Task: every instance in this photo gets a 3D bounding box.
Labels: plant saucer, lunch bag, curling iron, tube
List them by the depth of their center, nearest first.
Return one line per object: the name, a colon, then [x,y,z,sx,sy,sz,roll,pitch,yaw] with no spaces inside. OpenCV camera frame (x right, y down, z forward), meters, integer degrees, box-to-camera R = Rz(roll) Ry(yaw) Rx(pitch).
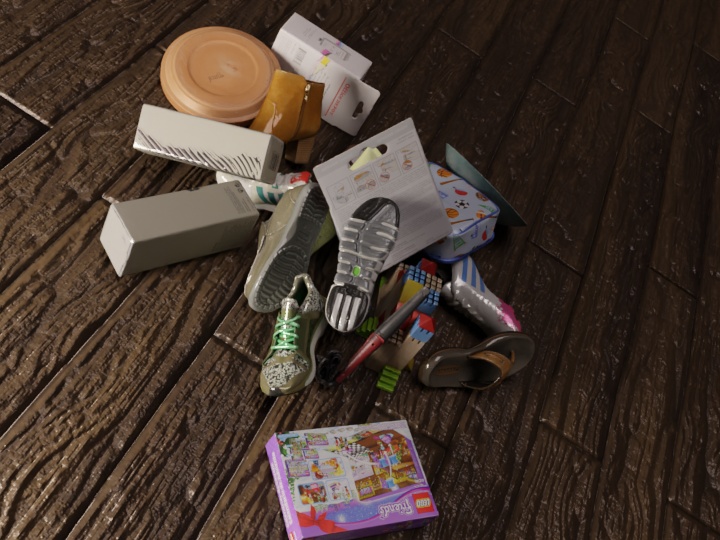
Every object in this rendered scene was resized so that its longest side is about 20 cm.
curling iron: [0.017,0.090,1.184,0.050,0.200,0.026,48,7,-34]
tube: [-0.031,-0.092,1.292,0.052,0.200,0.058,54,10,36]
lunch bag: [0.113,-0.097,1.425,0.200,0.076,0.160,34,46,30]
plant saucer: [-0.226,-0.323,1.434,0.199,0.032,0.201,5,61,-10]
plant saucer: [0.206,-0.137,1.520,0.201,0.039,0.201,45,6,-6]

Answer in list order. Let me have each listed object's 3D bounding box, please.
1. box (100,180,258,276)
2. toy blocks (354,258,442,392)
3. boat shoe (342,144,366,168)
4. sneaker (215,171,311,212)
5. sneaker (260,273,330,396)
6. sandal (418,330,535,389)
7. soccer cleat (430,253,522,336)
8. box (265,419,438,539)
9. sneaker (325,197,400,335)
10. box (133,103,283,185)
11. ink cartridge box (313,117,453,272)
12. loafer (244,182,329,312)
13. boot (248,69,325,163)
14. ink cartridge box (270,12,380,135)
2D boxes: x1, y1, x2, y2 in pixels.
box: [-0.246,-0.060,1.202,0.199,0.082,0.069,-15,64,-39]
toy blocks: [0.067,0.054,1.263,0.099,0.137,0.201,24,46,-11]
boat shoe: [-0.006,-0.092,1.386,0.074,0.075,0.204,7,75,-23]
sneaker: [-0.119,-0.129,1.332,0.199,0.094,0.071,27,45,-9]
sneaker: [-0.096,0.081,1.167,0.076,0.089,0.201,-5,39,17]
sandal: [0.180,0.141,1.291,0.199,0.082,0.055,-4,27,-30]
soccer cleat: [0.175,0.051,1.385,0.086,0.070,0.201,-15,57,-28]
box: [-0.010,0.267,1.113,0.199,0.039,0.137,1,54,-30]
sneaker: [0.000,0.000,1.241,0.075,0.116,0.201,20,74,7]
box: [-0.219,-0.182,1.271,0.199,0.069,0.082,14,1,10]
ink cartridge box: [0.031,-0.104,1.265,0.162,0.201,0.057,-28,27,-7]
loafer: [-0.111,-0.034,1.248,0.075,0.069,0.201,39,73,-43]
boot: [-0.145,-0.242,1.369,0.200,0.145,0.071,-7,23,-42]
ink cartridge box: [-0.062,-0.337,1.519,0.199,0.117,0.068,33,46,-4]
